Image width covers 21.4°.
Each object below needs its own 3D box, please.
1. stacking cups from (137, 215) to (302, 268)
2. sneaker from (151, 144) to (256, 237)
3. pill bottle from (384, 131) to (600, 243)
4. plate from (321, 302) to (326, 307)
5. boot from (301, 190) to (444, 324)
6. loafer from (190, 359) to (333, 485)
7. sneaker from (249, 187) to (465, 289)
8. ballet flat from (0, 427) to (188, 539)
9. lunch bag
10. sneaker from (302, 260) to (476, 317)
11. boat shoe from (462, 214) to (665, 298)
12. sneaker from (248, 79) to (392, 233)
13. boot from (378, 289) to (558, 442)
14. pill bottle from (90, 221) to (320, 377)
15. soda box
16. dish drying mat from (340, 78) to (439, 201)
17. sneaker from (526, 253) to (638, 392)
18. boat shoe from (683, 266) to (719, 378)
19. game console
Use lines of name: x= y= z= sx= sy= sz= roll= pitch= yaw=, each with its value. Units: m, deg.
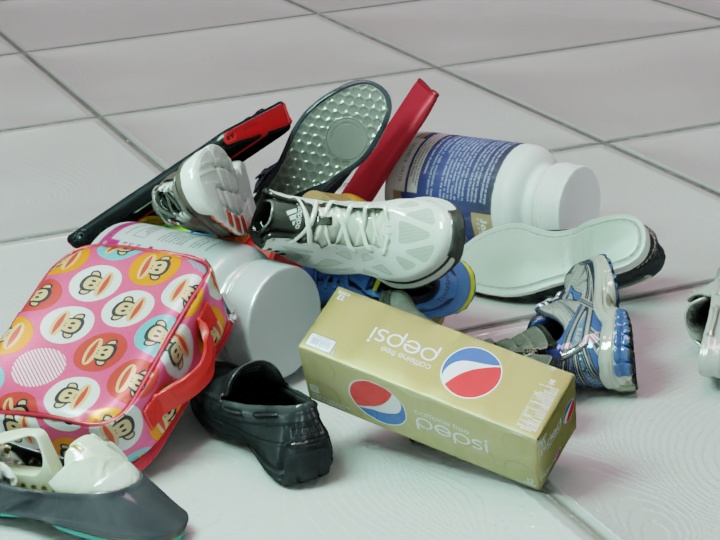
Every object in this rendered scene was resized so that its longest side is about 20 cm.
stacking cups: x=-0.129 y=-0.010 z=1.724 sx=0.060 sy=0.061 sz=0.199 roll=-20 pitch=21 yaw=-41
sneaker: x=-0.141 y=-0.056 z=1.632 sx=0.081 sy=0.078 sz=0.200 roll=-14 pitch=-5 yaw=6
pill bottle: x=0.132 y=-0.073 z=1.883 sx=0.199 sy=0.112 sz=0.111 roll=10 pitch=23 yaw=36
plate: x=-0.097 y=0.018 z=1.787 sx=0.198 sy=0.026 sz=0.200 roll=-3 pitch=18 yaw=1
boot: x=0.041 y=-0.006 z=1.765 sx=0.201 sy=0.071 sz=0.144 roll=44 pitch=16 yaw=31
loafer: x=-0.079 y=0.100 z=1.465 sx=0.068 sy=0.071 sz=0.200 roll=-12 pitch=20 yaw=-25
sneaker: x=-0.015 y=-0.027 z=1.555 sx=0.115 sy=0.076 sz=0.200 roll=8 pitch=-6 yaw=-44
ballet flat: x=-0.214 y=0.148 z=1.351 sx=0.199 sy=0.074 sz=0.073 roll=6 pitch=21 yaw=26
lunch bag: x=-0.189 y=0.067 z=1.479 sx=0.175 sy=0.082 sz=0.201 roll=5 pitch=44 yaw=27
sneaker: x=0.000 y=0.000 z=1.655 sx=0.199 sy=0.067 sz=0.078 roll=8 pitch=0 yaw=28
boat shoe: x=0.183 y=-0.004 z=1.752 sx=0.199 sy=0.076 sz=0.060 roll=-3 pitch=-22 yaw=33
sneaker: x=-0.040 y=-0.109 z=1.868 sx=0.077 sy=0.203 sz=0.146 roll=41 pitch=12 yaw=-1
boot: x=0.087 y=0.069 z=1.522 sx=0.130 sy=0.068 sz=0.200 roll=-12 pitch=27 yaw=-3
pill bottle: x=-0.138 y=0.027 z=1.626 sx=0.199 sy=0.114 sz=0.113 roll=11 pitch=23 yaw=37
soda box: x=0.057 y=0.085 z=1.393 sx=0.199 sy=0.068 sz=0.064 roll=21 pitch=56 yaw=23
dish drying mat: x=0.015 y=-0.098 z=1.892 sx=0.018 sy=0.201 sz=0.077 roll=32 pitch=8 yaw=-17
sneaker: x=0.177 y=0.042 z=1.592 sx=0.084 sy=0.078 sz=0.200 roll=-7 pitch=18 yaw=2
boat shoe: x=0.303 y=0.040 z=1.589 sx=0.065 sy=0.073 sz=0.200 roll=3 pitch=27 yaw=6
game console: x=-0.166 y=-0.091 z=1.778 sx=0.199 sy=0.031 sz=0.177 roll=-32 pitch=-1 yaw=24
